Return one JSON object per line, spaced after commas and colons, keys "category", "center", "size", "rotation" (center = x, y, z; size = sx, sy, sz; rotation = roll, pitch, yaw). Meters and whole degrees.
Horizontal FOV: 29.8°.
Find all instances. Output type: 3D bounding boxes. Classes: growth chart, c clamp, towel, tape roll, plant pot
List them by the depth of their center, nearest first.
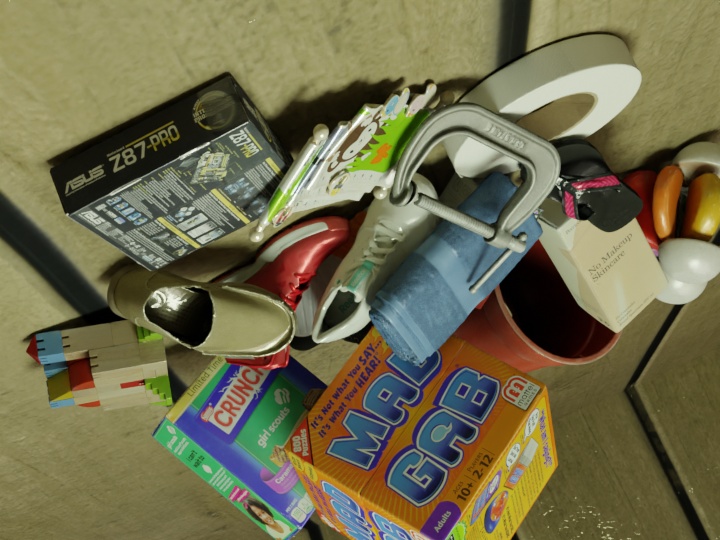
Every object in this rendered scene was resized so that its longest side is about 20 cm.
{"category": "growth chart", "center": [-0.003, -0.099, 1.178], "size": [0.200, 0.018, 0.145], "rotation": [-20, 150, -49]}
{"category": "c clamp", "center": [0.102, -0.068, 1.265], "size": [0.200, 0.027, 0.171], "rotation": [28, 114, -38]}
{"category": "tape roll", "center": [0.173, -0.155, 1.308], "size": [0.202, 0.037, 0.203], "rotation": [-22, 164, -7]}
{"category": "towel", "center": [0.093, -0.003, 1.373], "size": [0.200, 0.048, 0.112], "rotation": [-46, 140, -9]}
{"category": "plant pot", "center": [0.200, 0.049, 1.725], "size": [0.200, 0.202, 0.195], "rotation": [-13, 168, -32]}

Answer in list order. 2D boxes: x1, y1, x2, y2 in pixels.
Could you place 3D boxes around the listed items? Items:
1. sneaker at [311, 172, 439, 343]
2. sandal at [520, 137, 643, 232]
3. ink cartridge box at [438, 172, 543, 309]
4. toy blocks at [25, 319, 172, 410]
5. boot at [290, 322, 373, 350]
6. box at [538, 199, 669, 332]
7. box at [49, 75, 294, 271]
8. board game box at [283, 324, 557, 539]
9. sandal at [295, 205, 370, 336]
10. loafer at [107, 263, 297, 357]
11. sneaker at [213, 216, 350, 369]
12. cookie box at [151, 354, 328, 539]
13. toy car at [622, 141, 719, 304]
{"category": "sneaker", "center": [0.012, -0.005, 1.365], "size": [0.201, 0.075, 0.088], "rotation": [-60, 171, 21]}
{"category": "sandal", "center": [0.241, -0.080, 1.410], "size": [0.075, 0.045, 0.200], "rotation": [-41, 139, 22]}
{"category": "ink cartridge box", "center": [0.102, -0.006, 1.472], "size": [0.109, 0.050, 0.201], "rotation": [14, 114, -44]}
{"category": "toy blocks", "center": [-0.272, 0.103, 1.419], "size": [0.136, 0.101, 0.200], "rotation": [-9, 161, -9]}
{"category": "boot", "center": [0.001, 0.085, 1.624], "size": [0.200, 0.139, 0.077], "rotation": [-35, 160, 33]}
{"category": "box", "center": [0.270, -0.031, 1.559], "size": [0.095, 0.078, 0.200], "rotation": [-43, 132, -4]}
{"category": "box", "center": [-0.141, -0.072, 1.110], "size": [0.161, 0.049, 0.200], "rotation": [-25, 164, 5]}
{"category": "board game box", "center": [0.072, 0.200, 1.450], "size": [0.200, 0.199, 0.200], "rotation": [-52, 152, -20]}
{"category": "sandal", "center": [-0.005, -0.007, 1.453], "size": [0.206, 0.079, 0.059], "rotation": [-37, 176, 23]}
{"category": "loafer", "center": [-0.146, 0.048, 1.308], "size": [0.199, 0.067, 0.076], "rotation": [12, 104, -29]}
{"category": "sneaker", "center": [-0.073, 0.034, 1.406], "size": [0.200, 0.116, 0.078], "rotation": [-34, 161, 30]}
{"category": "cookie box", "center": [-0.112, 0.187, 1.576], "size": [0.171, 0.200, 0.075], "rotation": [-51, 180, -36]}
{"category": "toy car", "center": [0.383, -0.064, 1.713], "size": [0.149, 0.176, 0.200], "rotation": [11, 162, 2]}
